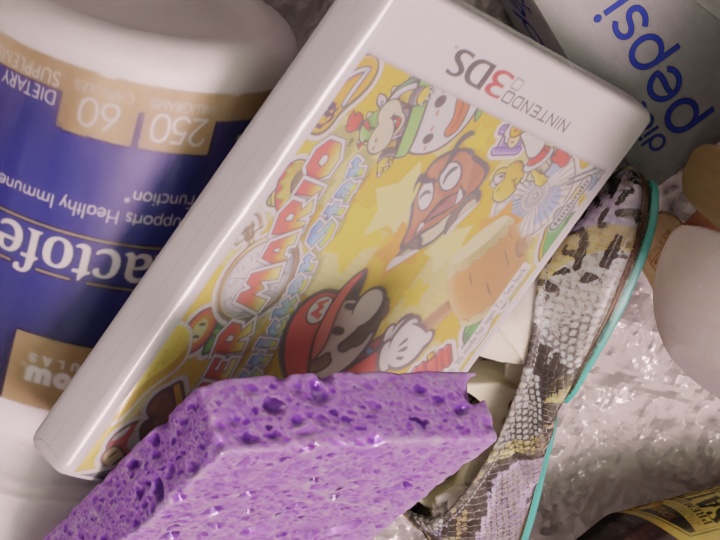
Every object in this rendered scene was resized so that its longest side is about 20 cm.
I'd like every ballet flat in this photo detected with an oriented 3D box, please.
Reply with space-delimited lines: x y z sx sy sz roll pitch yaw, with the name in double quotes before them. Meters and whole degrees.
"ballet flat" 0.057 0.039 1.003 0.072 0.072 0.200 0 132 -22

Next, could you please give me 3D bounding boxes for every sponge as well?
"sponge" -0.053 0.094 0.883 0.112 0.030 0.200 0 151 -37

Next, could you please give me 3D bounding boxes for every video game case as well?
"video game case" 0.000 0.000 0.889 0.200 0.023 0.182 -54 147 11

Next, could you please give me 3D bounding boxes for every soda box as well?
"soda box" 0.080 -0.128 0.950 0.068 0.063 0.200 -36 123 -3

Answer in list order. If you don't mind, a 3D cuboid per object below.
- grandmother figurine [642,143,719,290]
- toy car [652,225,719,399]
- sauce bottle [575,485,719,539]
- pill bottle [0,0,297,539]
"grandmother figurine" 0.199 -0.008 1.038 0.200 0.061 0.121 2 139 -42
"toy car" 0.215 0.005 0.908 0.175 0.150 0.200 -51 138 -11
"sauce bottle" 0.132 0.129 1.078 0.200 0.066 0.066 -10 119 -34
"pill bottle" -0.099 -0.006 0.906 0.116 0.116 0.200 5 113 -25
